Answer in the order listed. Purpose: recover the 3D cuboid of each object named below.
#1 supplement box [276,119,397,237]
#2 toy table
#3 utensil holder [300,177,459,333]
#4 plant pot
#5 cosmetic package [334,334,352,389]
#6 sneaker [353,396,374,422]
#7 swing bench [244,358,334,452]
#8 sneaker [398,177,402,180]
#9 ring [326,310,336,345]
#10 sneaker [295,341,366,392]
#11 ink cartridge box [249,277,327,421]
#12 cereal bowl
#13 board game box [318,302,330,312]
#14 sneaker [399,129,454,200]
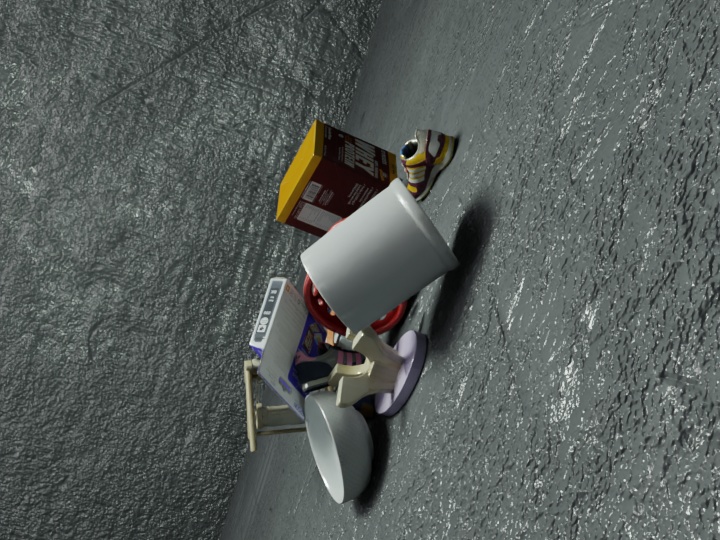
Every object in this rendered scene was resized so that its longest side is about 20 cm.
[{"bbox_3d":[-0.051,-0.183,1.612,0.198,0.199,0.133,-55,24,37],"label":"supplement box"},{"bbox_3d":[0.024,0.168,1.274,0.184,0.117,0.200,-86,18,-50],"label":"toy table"},{"bbox_3d":[0.029,-0.021,1.169,0.200,0.170,0.170,-35,16,4],"label":"utensil holder"},{"bbox_3d":[0.000,0.000,1.446,0.183,0.200,0.201,-78,11,-51],"label":"plant pot"},{"bbox_3d":[-0.053,0.185,1.828,0.151,0.051,0.200,-82,14,-51],"label":"cosmetic package"},{"bbox_3d":[-0.021,0.263,1.469,0.200,0.075,0.089,129,156,-62],"label":"sneaker"},{"bbox_3d":[-0.158,0.288,1.663,0.130,0.198,0.201,-176,84,-78],"label":"swing bench"},{"bbox_3d":[0.059,-0.120,1.647,0.140,0.077,0.201,123,161,-58],"label":"sneaker"},{"bbox_3d":[-0.029,0.158,1.650,0.200,0.019,0.202,-178,90,-65],"label":"ring"},{"bbox_3d":[-0.037,0.167,1.400,0.070,0.199,0.082,-34,74,45],"label":"sneaker"},{"bbox_3d":[-0.137,0.150,1.380,0.198,0.043,0.201,59,-144,-47],"label":"ink cartridge box"},{"bbox_3d":[-0.031,0.309,1.326,0.200,0.083,0.201,165,90,-72],"label":"cereal bowl"},{"bbox_3d":[-0.062,0.059,1.817,0.200,0.039,0.158,-50,-8,-26],"label":"board game box"},{"bbox_3d":[0.114,-0.216,1.476,0.200,0.090,0.075,123,161,-56],"label":"sneaker"}]
